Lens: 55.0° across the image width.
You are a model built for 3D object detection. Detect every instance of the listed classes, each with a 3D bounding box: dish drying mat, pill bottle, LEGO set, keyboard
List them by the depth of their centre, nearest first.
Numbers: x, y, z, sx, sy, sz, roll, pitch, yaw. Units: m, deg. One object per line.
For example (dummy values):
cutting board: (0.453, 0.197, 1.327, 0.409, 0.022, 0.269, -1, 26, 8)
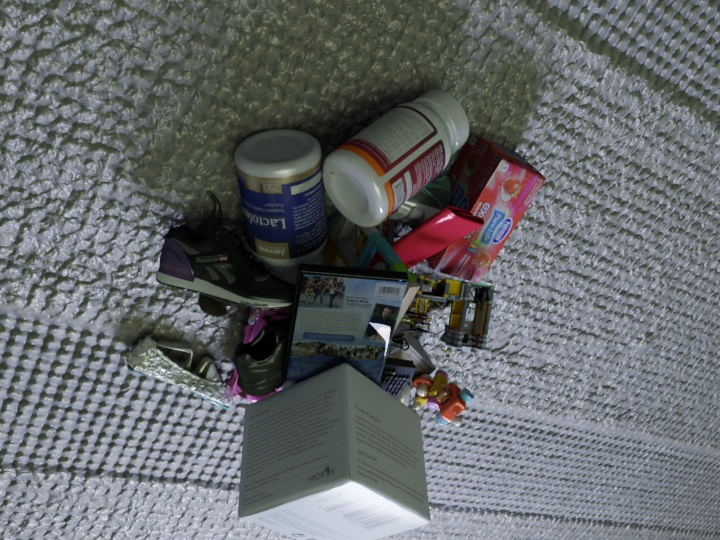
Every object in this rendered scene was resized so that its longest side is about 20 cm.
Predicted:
pill bottle: (0.051, -0.154, 0.920, 0.200, 0.109, 0.110, -40, 136, -30)
pill bottle: (-0.103, -0.079, 0.947, 0.114, 0.116, 0.202, -13, 127, -13)
dish drying mat: (0.087, -0.039, 1.021, 0.076, 0.018, 0.199, 11, 151, -36)
keyboard: (0.004, 0.142, 1.036, 0.198, 0.021, 0.128, 10, 113, -36)
LEGO set: (0.104, 0.067, 1.047, 0.198, 0.153, 0.118, 9, 90, -42)

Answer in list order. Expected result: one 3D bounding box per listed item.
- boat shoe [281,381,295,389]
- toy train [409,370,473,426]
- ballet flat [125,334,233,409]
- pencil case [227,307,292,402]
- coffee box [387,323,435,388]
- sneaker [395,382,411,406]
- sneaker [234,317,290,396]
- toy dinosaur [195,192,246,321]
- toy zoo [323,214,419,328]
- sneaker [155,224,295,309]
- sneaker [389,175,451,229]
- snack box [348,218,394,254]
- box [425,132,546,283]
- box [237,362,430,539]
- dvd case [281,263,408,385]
boat shoe: (-0.044, 0.124, 1.085, 0.200, 0.069, 0.071, -46, 147, -9)
toy train: (0.096, 0.233, 1.142, 0.055, 0.151, 0.200, 38, 112, -15)
ballet flat: (-0.268, 0.158, 1.082, 0.199, 0.072, 0.072, 32, 107, -36)
pencil case: (-0.151, 0.118, 1.087, 0.093, 0.090, 0.202, -23, 138, -53)
coffee box: (0.016, 0.185, 1.205, 0.199, 0.080, 0.113, -40, 130, 8)
sneaker: (-0.005, 0.237, 1.135, 0.200, 0.071, 0.093, -43, 133, 15)
sneaker: (-0.094, 0.102, 1.003, 0.199, 0.076, 0.091, -32, 138, -22)
toy dinosaur: (-0.202, -0.006, 0.980, 0.101, 0.077, 0.202, -11, 122, 6)
toy zoo: (0.000, 0.000, 0.996, 0.020, 0.201, 0.132, -6, 136, -38)
sneaker: (-0.169, -0.008, 0.912, 0.197, 0.076, 0.089, 13, 98, 1)
sneaker: (0.049, -0.127, 1.013, 0.198, 0.077, 0.092, 21, 75, -21)
snack box: (0.017, -0.016, 1.100, 0.071, 0.024, 0.202, -12, 127, -16)
box: (0.178, -0.093, 1.066, 0.099, 0.096, 0.201, 15, 117, -32)
box: (-0.036, 0.271, 0.977, 0.199, 0.173, 0.199, -25, 136, 26)
dvd case: (-0.025, 0.078, 0.923, 0.141, 0.018, 0.202, 5, 128, -10)
